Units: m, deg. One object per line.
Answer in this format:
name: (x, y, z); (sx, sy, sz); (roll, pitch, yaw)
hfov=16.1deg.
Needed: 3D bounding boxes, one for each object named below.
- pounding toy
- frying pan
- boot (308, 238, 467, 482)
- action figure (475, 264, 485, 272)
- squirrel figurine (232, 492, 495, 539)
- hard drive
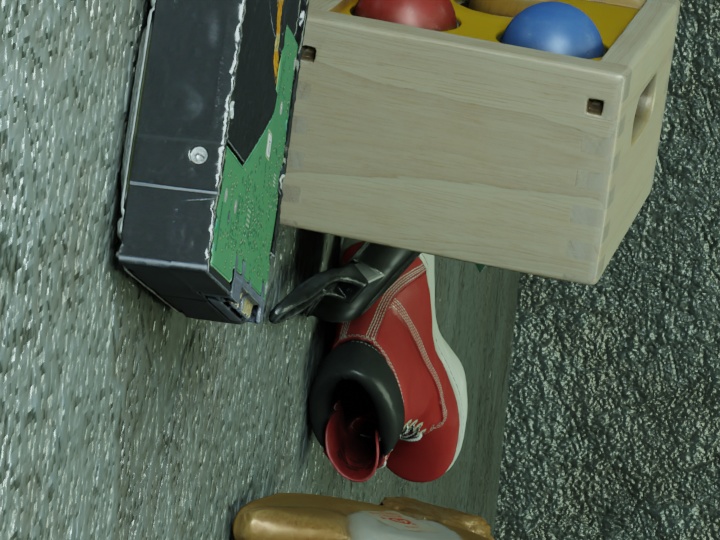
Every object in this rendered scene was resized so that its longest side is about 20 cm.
pounding toy: (0.052, -0.106, 1.218); (0.200, 0.183, 0.143); (-49, 148, -65)
frying pan: (0.012, -0.013, 1.279); (0.115, 0.031, 0.190); (-48, 178, 5)
boot: (0.012, 0.088, 1.443); (0.200, 0.072, 0.145); (77, 19, -46)
action figure: (0.070, -0.110, 1.791); (0.201, 0.054, 0.118); (-86, 176, -46)
squirrel figurine: (0.003, 0.208, 1.225); (0.200, 0.141, 0.188); (-20, 122, -80)
hard drive: (-0.047, -0.088, 0.915); (0.140, 0.038, 0.201); (53, 44, -80)
